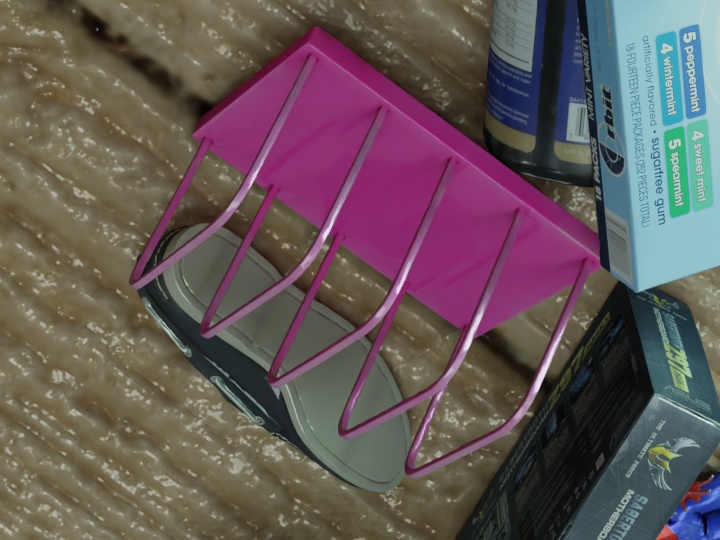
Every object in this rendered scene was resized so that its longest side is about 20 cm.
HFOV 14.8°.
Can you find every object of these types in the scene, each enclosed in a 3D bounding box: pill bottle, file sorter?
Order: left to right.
[{"bbox_3d":[0.000,0.000,1.450,0.199,0.126,0.139,35,148,-15],"label":"file sorter"},{"bbox_3d":[0.124,-0.153,1.426,0.111,0.112,0.201,3,114,-2],"label":"pill bottle"}]

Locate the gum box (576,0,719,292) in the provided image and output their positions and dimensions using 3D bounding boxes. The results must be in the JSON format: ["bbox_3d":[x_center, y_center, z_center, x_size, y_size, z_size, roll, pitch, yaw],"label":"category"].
[{"bbox_3d":[0.210,-0.098,1.397,0.199,0.045,0.171,-17,117,-19],"label":"gum box"}]

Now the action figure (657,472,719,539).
[{"bbox_3d":[0.194,0.142,1.592,0.199,0.052,0.066,-22,117,10],"label":"action figure"}]

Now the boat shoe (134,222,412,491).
[{"bbox_3d":[-0.049,0.050,1.551,0.200,0.073,0.063,46,148,-23],"label":"boat shoe"}]

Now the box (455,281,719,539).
[{"bbox_3d":[0.121,0.121,1.519,0.051,0.158,0.201,27,109,-13],"label":"box"}]
